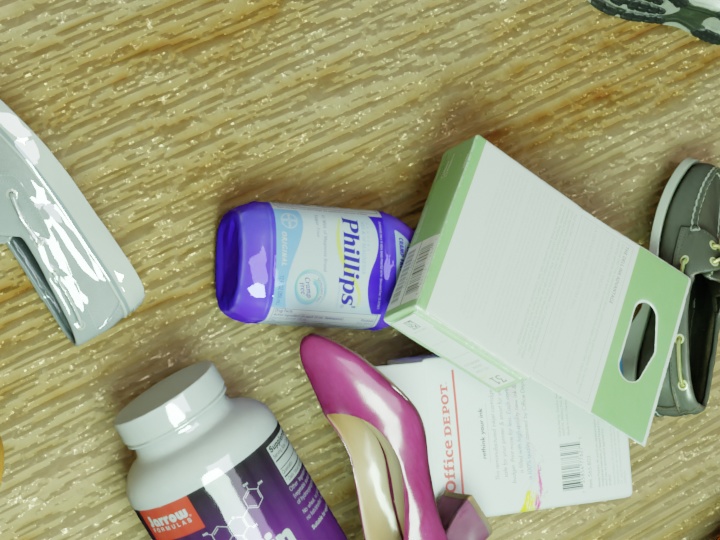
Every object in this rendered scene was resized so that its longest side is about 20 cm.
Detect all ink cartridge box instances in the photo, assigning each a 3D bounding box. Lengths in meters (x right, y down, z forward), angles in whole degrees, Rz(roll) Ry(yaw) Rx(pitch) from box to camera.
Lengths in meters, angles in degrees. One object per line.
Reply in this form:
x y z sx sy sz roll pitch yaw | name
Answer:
0.087 0.113 1.474 0.198 0.068 0.116 -5 90 -23 | ink cartridge box
0.126 0.019 1.439 0.199 0.048 0.146 33 59 -21 | ink cartridge box

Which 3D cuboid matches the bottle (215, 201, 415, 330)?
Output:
0.000 0.000 1.442 0.198 0.065 0.084 5 81 -23 | bottle

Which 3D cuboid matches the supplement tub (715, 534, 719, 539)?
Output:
0.303 0.245 1.532 0.200 0.122 0.123 -45 105 -18 | supplement tub

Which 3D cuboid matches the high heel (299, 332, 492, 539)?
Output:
0.005 0.138 1.366 0.096 0.067 0.200 -46 107 -26 | high heel

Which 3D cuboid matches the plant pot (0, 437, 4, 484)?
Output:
-0.323 0.105 1.250 0.183 0.200 0.201 37 75 -34 | plant pot

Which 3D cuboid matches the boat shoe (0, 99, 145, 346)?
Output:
-0.223 -0.039 1.354 0.068 0.072 0.201 -41 113 -18 | boat shoe

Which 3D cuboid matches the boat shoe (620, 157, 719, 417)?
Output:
0.243 0.012 1.526 0.072 0.060 0.203 40 60 -50 | boat shoe

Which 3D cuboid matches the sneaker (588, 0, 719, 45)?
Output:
0.234 -0.232 1.554 0.199 0.077 0.089 15 70 -27 | sneaker

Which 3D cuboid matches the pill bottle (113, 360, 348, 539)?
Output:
-0.081 0.165 1.379 0.112 0.112 0.201 -34 101 -20 | pill bottle
